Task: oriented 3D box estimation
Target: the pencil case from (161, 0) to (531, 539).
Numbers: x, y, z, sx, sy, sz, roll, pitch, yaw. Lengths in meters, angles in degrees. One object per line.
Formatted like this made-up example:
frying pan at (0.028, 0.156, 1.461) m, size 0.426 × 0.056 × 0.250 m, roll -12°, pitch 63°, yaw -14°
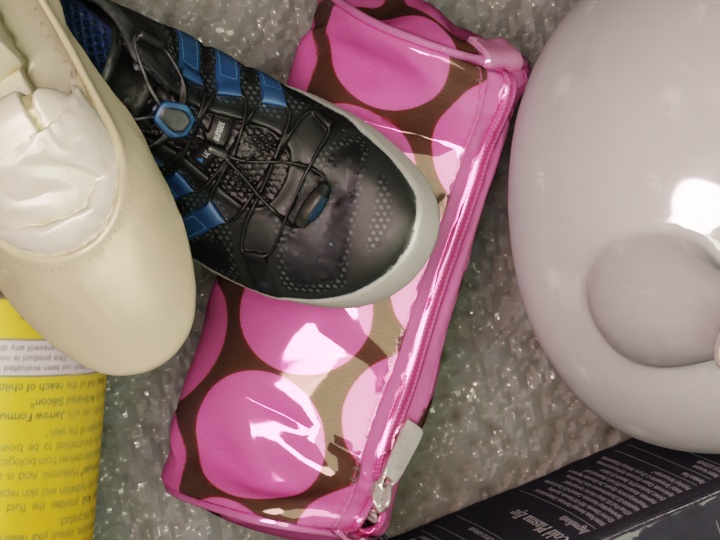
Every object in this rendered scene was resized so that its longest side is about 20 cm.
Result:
pencil case at (0.000, 0.000, 1.063) m, size 0.091 × 0.094 × 0.201 m, roll 13°, pitch 93°, yaw -42°

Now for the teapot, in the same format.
teapot at (0.160, -0.027, 1.051) m, size 0.197 × 0.146 × 0.201 m, roll 30°, pitch 66°, yaw -45°

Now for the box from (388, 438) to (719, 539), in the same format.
box at (0.081, 0.187, 1.103) m, size 0.182 × 0.104 × 0.201 m, roll -21°, pitch 101°, yaw -15°

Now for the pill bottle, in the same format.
pill bottle at (-0.146, 0.079, 1.018) m, size 0.111 × 0.111 × 0.201 m, roll 3°, pitch 95°, yaw -17°

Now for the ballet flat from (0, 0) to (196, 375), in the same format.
ballet flat at (-0.116, -0.058, 0.941) m, size 0.069 × 0.070 × 0.200 m, roll -24°, pitch 73°, yaw -13°

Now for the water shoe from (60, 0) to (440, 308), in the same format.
water shoe at (-0.069, -0.046, 1.004) m, size 0.200 × 0.079 × 0.072 m, roll 28°, pitch 94°, yaw 14°
